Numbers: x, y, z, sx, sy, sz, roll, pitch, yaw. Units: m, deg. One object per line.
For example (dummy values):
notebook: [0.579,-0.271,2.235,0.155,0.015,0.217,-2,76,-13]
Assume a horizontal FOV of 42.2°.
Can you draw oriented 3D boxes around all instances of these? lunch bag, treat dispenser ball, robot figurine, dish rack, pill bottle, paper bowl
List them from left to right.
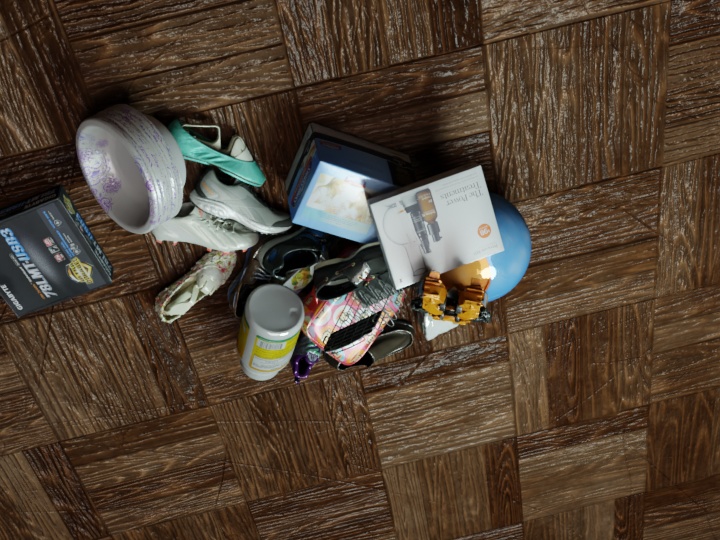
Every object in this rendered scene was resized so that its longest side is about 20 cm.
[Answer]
paper bowl: [-0.361,-0.171,1.514,0.104,0.199,0.203,-35,140,-36]
pill bottle: [-0.173,0.123,1.747,0.110,0.114,0.201,3,145,-13]
lunch bag: [-0.027,0.062,1.778,0.201,0.082,0.176,-51,126,-3]
dish rack: [0.018,0.072,1.636,0.055,0.201,0.152,45,134,-18]
robot figurine: [0.156,0.051,1.582,0.142,0.059,0.200,10,170,6]
treat dispenser ball: [0.212,-0.043,1.705,0.197,0.202,0.204,-5,129,-7]

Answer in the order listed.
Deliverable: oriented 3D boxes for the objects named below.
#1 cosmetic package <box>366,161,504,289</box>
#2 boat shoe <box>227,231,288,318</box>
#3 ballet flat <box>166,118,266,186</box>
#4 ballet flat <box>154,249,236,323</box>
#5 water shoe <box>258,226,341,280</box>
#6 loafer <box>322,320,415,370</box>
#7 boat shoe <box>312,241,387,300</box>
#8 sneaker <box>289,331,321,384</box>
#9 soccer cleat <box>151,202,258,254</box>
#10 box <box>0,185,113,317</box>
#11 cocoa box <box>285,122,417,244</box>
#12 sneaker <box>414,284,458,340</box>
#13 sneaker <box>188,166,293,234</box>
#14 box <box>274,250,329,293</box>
cosmetic package: [0.126,-0.075,1.561,0.197,0.052,0.153,-20,105,-3]
boat shoe: [-0.186,0.008,1.746,0.071,0.073,0.202,15,124,-24]
ballet flat: [-0.238,-0.204,1.579,0.197,0.068,0.071,19,110,-26]
ballet flat: [-0.306,0.034,1.749,0.199,0.064,0.075,-39,124,18]
water shoe: [-0.086,-0.041,1.691,0.198,0.079,0.072,-29,136,-20]
loafer: [0.025,0.165,1.901,0.197,0.072,0.074,-18,130,-10]
boat shoe: [0.002,0.001,1.646,0.199,0.064,0.073,-20,146,28]
sneaker: [-0.082,0.134,1.856,0.073,0.088,0.202,16,123,-22]
soccer cleat: [-0.276,-0.080,1.666,0.196,0.070,0.079,6,123,-12]
box: [-0.571,-0.029,1.658,0.195,0.050,0.202,-20,128,3]
cocoa box: [-0.015,-0.144,1.625,0.197,0.132,0.135,15,124,-22]
sneaker: [0.159,0.047,1.856,0.098,0.079,0.202,-16,138,-7]
sneaker: [-0.200,-0.120,1.647,0.198,0.074,0.080,19,102,-30]
box: [-0.139,0.027,1.792,0.038,0.042,0.200,33,116,-32]
